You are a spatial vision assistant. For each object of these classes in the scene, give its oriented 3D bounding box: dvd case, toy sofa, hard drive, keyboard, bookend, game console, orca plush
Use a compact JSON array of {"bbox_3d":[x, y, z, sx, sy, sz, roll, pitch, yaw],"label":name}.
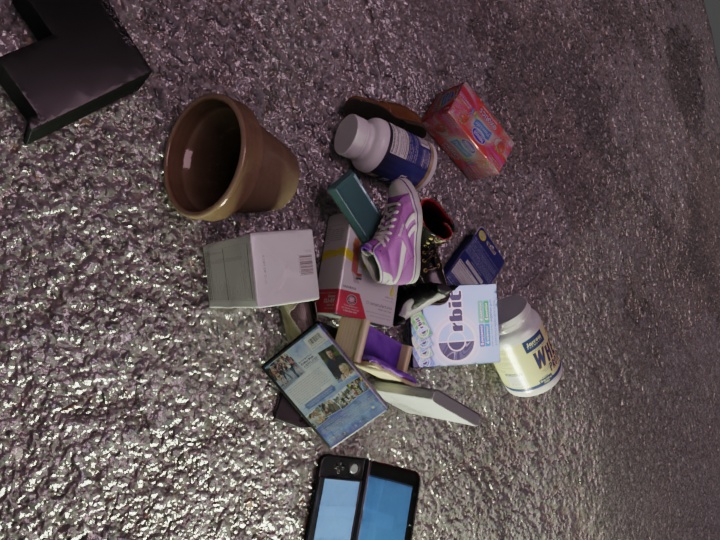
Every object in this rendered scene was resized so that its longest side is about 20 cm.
[{"bbox_3d":[-0.064,0.207,1.060,0.200,0.142,0.018,50,18,-4],"label":"dvd case"},{"bbox_3d":[0.039,0.158,1.138,0.200,0.097,0.083,37,63,-53],"label":"toy sofa"},{"bbox_3d":[0.119,0.258,1.164,0.132,0.199,0.026,34,67,-29],"label":"hard drive"},{"bbox_3d":[-0.088,0.201,1.130,0.103,0.040,0.201,23,73,-8],"label":"keyboard"},{"bbox_3d":[-0.450,-0.323,0.859,0.200,0.092,0.200,-41,108,-29],"label":"bookend"},{"bbox_3d":[0.001,0.463,1.115,0.171,0.118,0.202,19,75,-34],"label":"game console"},{"bbox_3d":[0.093,0.051,1.173,0.105,0.200,0.071,-39,95,-33],"label":"orca plush"}]

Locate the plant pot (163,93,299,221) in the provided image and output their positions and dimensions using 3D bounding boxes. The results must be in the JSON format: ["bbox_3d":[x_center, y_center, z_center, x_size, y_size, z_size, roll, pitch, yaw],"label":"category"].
[{"bbox_3d":[-0.200,-0.170,0.992,0.174,0.199,0.202,11,80,-54],"label":"plant pot"}]

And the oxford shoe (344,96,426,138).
[{"bbox_3d":[0.047,-0.328,1.250,0.199,0.071,0.072,12,52,-35],"label":"oxford shoe"}]

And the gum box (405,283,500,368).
[{"bbox_3d":[0.198,0.117,1.282,0.198,0.045,0.172,-3,88,-12],"label":"gum box"}]

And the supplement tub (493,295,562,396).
[{"bbox_3d":[0.370,0.175,1.387,0.145,0.145,0.201,-40,109,-31],"label":"supplement tub"}]

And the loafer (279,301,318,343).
[{"bbox_3d":[-0.116,0.043,1.086,0.075,0.068,0.202,-22,96,-35],"label":"loafer"}]

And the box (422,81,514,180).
[{"bbox_3d":[0.247,-0.314,1.364,0.200,0.094,0.103,43,65,-26],"label":"box"}]

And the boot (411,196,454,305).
[{"bbox_3d":[0.143,-0.039,1.202,0.073,0.151,0.201,-16,74,-21],"label":"boot"}]

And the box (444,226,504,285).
[{"bbox_3d":[0.255,0.006,1.385,0.121,0.032,0.200,51,62,-22],"label":"box"}]

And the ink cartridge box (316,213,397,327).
[{"bbox_3d":[0.000,0.000,1.168,0.144,0.083,0.202,16,77,-35],"label":"ink cartridge box"}]

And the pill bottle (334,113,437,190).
[{"bbox_3d":[0.050,-0.241,1.205,0.199,0.111,0.112,17,77,-34],"label":"pill bottle"}]

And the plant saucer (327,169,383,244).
[{"bbox_3d":[0.016,-0.091,1.126,0.070,0.019,0.201,-45,111,-31],"label":"plant saucer"}]

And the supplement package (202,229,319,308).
[{"bbox_3d":[-0.168,0.000,0.974,0.109,0.199,0.115,-6,91,-35],"label":"supplement package"}]

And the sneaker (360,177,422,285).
[{"bbox_3d":[0.053,-0.074,1.098,0.114,0.072,0.202,-1,86,-34],"label":"sneaker"}]
